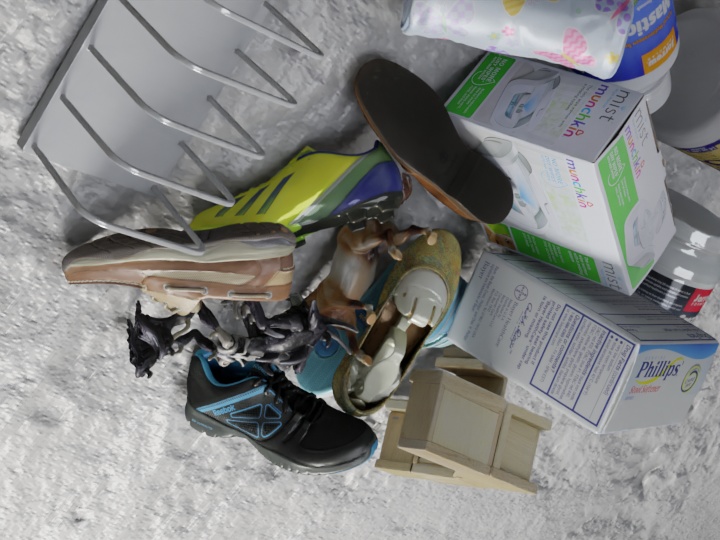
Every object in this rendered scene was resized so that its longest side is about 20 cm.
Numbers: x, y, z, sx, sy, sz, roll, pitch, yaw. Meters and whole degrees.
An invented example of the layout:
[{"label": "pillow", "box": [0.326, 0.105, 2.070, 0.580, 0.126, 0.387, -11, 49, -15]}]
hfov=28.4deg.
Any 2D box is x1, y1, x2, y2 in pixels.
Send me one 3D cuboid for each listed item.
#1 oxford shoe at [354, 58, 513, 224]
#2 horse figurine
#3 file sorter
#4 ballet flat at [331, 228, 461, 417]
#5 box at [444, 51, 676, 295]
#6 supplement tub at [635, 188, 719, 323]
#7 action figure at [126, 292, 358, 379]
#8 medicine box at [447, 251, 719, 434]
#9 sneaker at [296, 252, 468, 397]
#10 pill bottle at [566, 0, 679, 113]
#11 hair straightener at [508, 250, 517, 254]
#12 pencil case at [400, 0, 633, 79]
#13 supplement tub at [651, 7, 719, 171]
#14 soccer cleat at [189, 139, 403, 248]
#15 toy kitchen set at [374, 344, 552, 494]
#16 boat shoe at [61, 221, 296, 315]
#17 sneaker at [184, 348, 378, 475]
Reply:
[{"label": "oxford shoe", "box": [0.054, -0.114, 1.316, 0.200, 0.071, 0.071, 47, 72, -25]}, {"label": "horse figurine", "box": [0.000, 0.000, 1.354, 0.050, 0.133, 0.200, 25, 92, -33]}, {"label": "file sorter", "box": [-0.142, -0.133, 1.113, 0.139, 0.125, 0.200, 18, 110, -46]}, {"label": "ballet flat", "box": [0.039, 0.055, 1.352, 0.071, 0.071, 0.200, 23, 102, -46]}, {"label": "box", "box": [0.193, -0.094, 1.359, 0.097, 0.176, 0.200, -51, 143, -21]}, {"label": "supplement tub", "box": [0.312, 0.017, 1.584, 0.140, 0.140, 0.200, 7, 119, -42]}, {"label": "action figure", "box": [-0.107, 0.043, 1.286, 0.200, 0.102, 0.119, -4, 151, -17]}, {"label": "medicine box", "box": [0.224, 0.069, 1.431, 0.182, 0.200, 0.103, 3, 115, -52]}, {"label": "sneaker", "box": [0.036, 0.069, 1.459, 0.200, 0.080, 0.131, -40, 150, 12]}, {"label": "pill bottle", "box": [0.239, -0.238, 1.337, 0.112, 0.112, 0.200, -36, 137, -9]}, {"label": "hair straightener", "box": [0.201, -0.022, 1.539, 0.077, 0.041, 0.200, 1, 122, -39]}, {"label": "pencil case", "box": [0.133, -0.222, 1.221, 0.200, 0.083, 0.091, 12, 160, -2]}, {"label": "supplement tub", "box": [0.392, -0.176, 1.484, 0.200, 0.145, 0.145, 17, 112, -44]}, {"label": "soccer cleat", "box": [-0.061, -0.067, 1.287, 0.200, 0.084, 0.065, -14, 165, -9]}, {"label": "toy kitchen set", "box": [0.072, 0.123, 1.471, 0.180, 0.200, 0.163, 27, 71, -41]}, {"label": "boat shoe", "box": [-0.152, 0.004, 1.199, 0.200, 0.076, 0.072, -3, 106, 6]}, {"label": "sneaker", "box": [-0.079, 0.132, 1.341, 0.073, 0.200, 0.082, -52, 151, -52]}]
